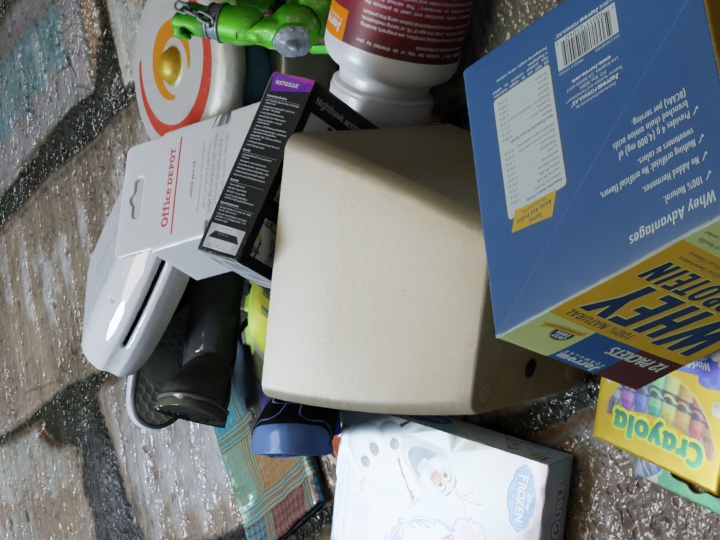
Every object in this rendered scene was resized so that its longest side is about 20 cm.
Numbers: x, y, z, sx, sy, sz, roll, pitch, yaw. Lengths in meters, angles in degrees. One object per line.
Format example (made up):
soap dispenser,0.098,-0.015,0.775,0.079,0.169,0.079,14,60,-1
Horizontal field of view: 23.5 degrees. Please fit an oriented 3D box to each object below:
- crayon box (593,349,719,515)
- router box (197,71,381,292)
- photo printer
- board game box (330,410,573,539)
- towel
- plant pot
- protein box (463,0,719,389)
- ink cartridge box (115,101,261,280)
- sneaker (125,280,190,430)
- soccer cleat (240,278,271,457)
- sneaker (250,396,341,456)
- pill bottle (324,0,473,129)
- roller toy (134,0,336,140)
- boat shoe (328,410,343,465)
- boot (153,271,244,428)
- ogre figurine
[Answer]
crayon box,0.224,0.065,1.168,0.125,0.051,0.202,22,111,53
router box,-0.021,-0.042,1.349,0.051,0.200,0.150,16,79,41
photo printer,-0.205,-0.007,1.621,0.167,0.069,0.200,-62,18,21
board game box,0.065,0.219,1.369,0.198,0.043,0.202,15,105,37
towel,-0.099,0.159,1.668,0.147,0.022,0.202,-47,55,47
plant pot,0.064,0.009,1.286,0.176,0.199,0.202,18,107,41
protein box,0.186,-0.066,1.074,0.198,0.134,0.202,-32,52,39
ink cartridge box,-0.108,-0.067,1.458,0.199,0.067,0.117,-14,60,33
sneaker,-0.213,0.088,1.735,0.146,0.077,0.204,-33,34,47
soccer cleat,-0.065,0.079,1.589,0.065,0.083,0.202,75,-173,-59
sneaker,-0.048,0.101,1.379,0.200,0.069,0.079,-40,-50,-85
pill bottle,0.034,-0.217,1.370,0.113,0.112,0.202,38,122,48
roller toy,-0.122,-0.187,1.575,0.183,0.139,0.201,-56,48,40
boat shoe,-0.029,0.072,1.524,0.062,0.071,0.202,-37,66,53
boot,-0.137,0.040,1.600,0.182,0.072,0.202,125,158,-83
ogre figurine,-0.052,-0.234,1.454,0.119,0.199,0.099,26,117,29
